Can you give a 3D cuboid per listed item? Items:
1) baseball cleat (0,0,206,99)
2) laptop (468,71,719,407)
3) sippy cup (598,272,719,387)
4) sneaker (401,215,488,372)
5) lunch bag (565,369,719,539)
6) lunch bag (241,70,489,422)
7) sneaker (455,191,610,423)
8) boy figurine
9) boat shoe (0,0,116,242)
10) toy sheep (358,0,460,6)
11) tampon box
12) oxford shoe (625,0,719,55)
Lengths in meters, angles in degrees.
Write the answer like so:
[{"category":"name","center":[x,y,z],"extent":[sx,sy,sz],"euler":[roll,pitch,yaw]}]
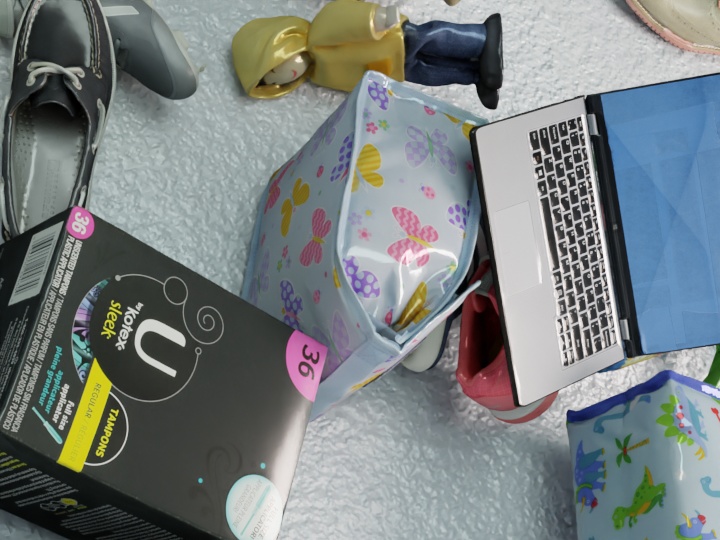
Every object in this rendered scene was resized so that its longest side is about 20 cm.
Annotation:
[{"category":"baseball cleat","center":[-0.207,-0.175,1.359],"extent":[0.200,0.070,0.106],"euler":[43,61,11]},{"category":"laptop","center":[0.189,-0.025,1.295],"extent":[0.199,0.115,0.189],"euler":[-19,102,-45]},{"category":"sippy cup","center":[0.208,0.007,1.429],"extent":[0.130,0.140,0.178],"euler":[-26,66,-21]},{"category":"sneaker","center":[0.080,-0.011,1.406],"extent":[0.084,0.075,0.201],"euler":[24,62,-22]},{"category":"lunch bag","center":[0.243,0.184,1.354],"extent":[0.199,0.127,0.171],"euler":[20,57,-37]},{"category":"lunch bag","center":[0.000,0.000,1.303],"extent":[0.126,0.170,0.201],"euler":[23,55,-17]},{"category":"sneaker","center":[0.116,0.004,1.349],"extent":[0.087,0.073,0.202],"euler":[21,80,-52]},{"category":"boy figurine","center":[0.005,-0.159,1.416],"extent":[0.198,0.124,0.065],"euler":[1,69,-5]},{"category":"boat shoe","center":[-0.205,-0.103,1.286],"extent":[0.073,0.060,0.202],"euler":[9,80,-4]},{"category":"toy sheep","center":[0.005,-0.274,1.461],"extent":[0.200,0.138,0.138],"euler":[42,56,-2]},{"category":"tampon box","center":[-0.145,0.082,1.185],"extent":[0.199,0.126,0.151],"euler":[30,61,-28]},{"category":"oxford shoe","center":[0.312,-0.218,1.615],"extent":[0.199,0.074,0.071],"euler":[20,59,-16]}]
